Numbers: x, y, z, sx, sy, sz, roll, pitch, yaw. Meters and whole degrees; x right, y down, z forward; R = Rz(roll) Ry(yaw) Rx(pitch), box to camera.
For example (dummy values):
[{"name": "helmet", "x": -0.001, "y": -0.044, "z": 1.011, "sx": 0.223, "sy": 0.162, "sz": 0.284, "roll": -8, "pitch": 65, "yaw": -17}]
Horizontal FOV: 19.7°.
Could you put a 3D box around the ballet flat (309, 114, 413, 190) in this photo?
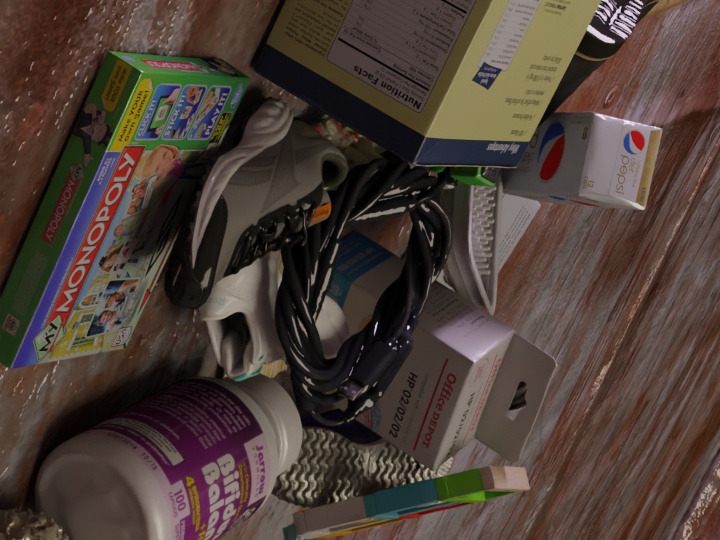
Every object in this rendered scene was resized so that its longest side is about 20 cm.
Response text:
[{"name": "ballet flat", "x": -0.003, "y": -0.083, "z": 1.503, "sx": 0.200, "sy": 0.064, "sz": 0.076, "roll": -34, "pitch": 151, "yaw": -47}]

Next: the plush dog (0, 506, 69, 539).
[{"name": "plush dog", "x": -0.260, "y": 0.258, "z": 1.315, "sx": 0.171, "sy": 0.160, "sz": 0.201, "roll": 19, "pitch": 104, "yaw": -46}]

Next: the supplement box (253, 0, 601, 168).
[{"name": "supplement box", "x": 0.063, "y": -0.188, "z": 1.400, "sx": 0.200, "sy": 0.134, "sz": 0.200, "roll": -63, "pitch": 159, "yaw": 14}]

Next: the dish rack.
[{"name": "dish rack", "x": 0.084, "y": -0.077, "z": 1.642, "sx": 0.172, "sy": 0.043, "sz": 0.201, "roll": 65, "pitch": 28, "yaw": -68}]

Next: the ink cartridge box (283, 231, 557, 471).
[{"name": "ink cartridge box", "x": 0.044, "y": 0.074, "z": 1.638, "sx": 0.068, "sy": 0.200, "sz": 0.115, "roll": -32, "pitch": 148, "yaw": -49}]

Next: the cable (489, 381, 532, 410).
[{"name": "cable", "x": 0.084, "y": 0.086, "z": 1.724, "sx": 0.097, "sy": 0.050, "sz": 0.200, "roll": -39, "pitch": -166, "yaw": -8}]

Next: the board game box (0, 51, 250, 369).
[{"name": "board game box", "x": -0.150, "y": -0.038, "z": 1.277, "sx": 0.201, "sy": 0.029, "sz": 0.134, "roll": -64, "pitch": 160, "yaw": 15}]

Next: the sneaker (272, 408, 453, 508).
[{"name": "sneaker", "x": -0.027, "y": 0.153, "z": 1.771, "sx": 0.199, "sy": 0.099, "sz": 0.070, "roll": 4, "pitch": 102, "yaw": -35}]

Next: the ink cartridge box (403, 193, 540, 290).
[{"name": "ink cartridge box", "x": 0.090, "y": 0.003, "z": 1.875, "sx": 0.200, "sy": 0.041, "sz": 0.200, "roll": -57, "pitch": 160, "yaw": -3}]

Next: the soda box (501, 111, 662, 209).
[{"name": "soda box", "x": 0.169, "y": -0.090, "z": 1.690, "sx": 0.200, "sy": 0.063, "sz": 0.068, "roll": -169, "pitch": -90, "yaw": -72}]

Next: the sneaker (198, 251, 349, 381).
[{"name": "sneaker", "x": -0.070, "y": 0.043, "z": 1.464, "sx": 0.200, "sy": 0.075, "sz": 0.089, "roll": 48, "pitch": 46, "yaw": -55}]

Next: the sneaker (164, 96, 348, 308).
[{"name": "sneaker", "x": -0.065, "y": -0.040, "z": 1.329, "sx": 0.200, "sy": 0.079, "sz": 0.074, "roll": -58, "pitch": 176, "yaw": -50}]

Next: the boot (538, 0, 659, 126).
[{"name": "boot", "x": 0.179, "y": -0.197, "z": 1.663, "sx": 0.200, "sy": 0.077, "sz": 0.138, "roll": -43, "pitch": 174, "yaw": -46}]

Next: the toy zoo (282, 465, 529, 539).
[{"name": "toy zoo", "x": 0.029, "y": 0.193, "z": 1.699, "sx": 0.199, "sy": 0.021, "sz": 0.131, "roll": -15, "pitch": 169, "yaw": 15}]

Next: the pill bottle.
[{"name": "pill bottle", "x": -0.128, "y": 0.140, "z": 1.465, "sx": 0.200, "sy": 0.112, "sz": 0.113, "roll": -28, "pitch": 145, "yaw": -54}]

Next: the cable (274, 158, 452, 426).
[{"name": "cable", "x": 0.000, "y": 0.000, "z": 1.468, "sx": 0.200, "sy": 0.051, "sz": 0.163, "roll": -55, "pitch": 139, "yaw": -26}]

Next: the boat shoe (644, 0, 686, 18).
[{"name": "boat shoe", "x": 0.196, "y": -0.234, "z": 1.740, "sx": 0.199, "sy": 0.069, "sz": 0.071, "roll": -20, "pitch": 120, "yaw": -29}]

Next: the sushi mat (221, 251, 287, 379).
[{"name": "sushi mat", "x": -0.066, "y": 0.018, "z": 1.574, "sx": 0.096, "sy": 0.012, "sz": 0.201, "roll": -36, "pitch": 151, "yaw": -44}]

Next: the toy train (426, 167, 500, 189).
[{"name": "toy train", "x": 0.091, "y": -0.157, "z": 1.531, "sx": 0.042, "sy": 0.056, "sz": 0.201, "roll": 20, "pitch": 78, "yaw": -57}]
